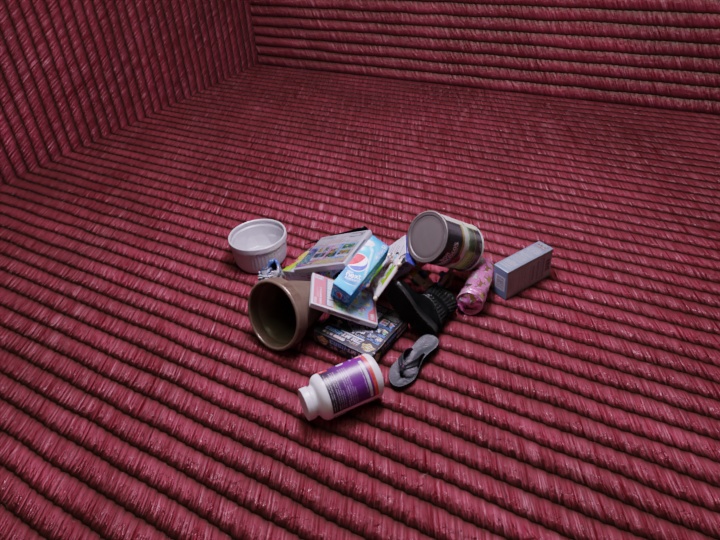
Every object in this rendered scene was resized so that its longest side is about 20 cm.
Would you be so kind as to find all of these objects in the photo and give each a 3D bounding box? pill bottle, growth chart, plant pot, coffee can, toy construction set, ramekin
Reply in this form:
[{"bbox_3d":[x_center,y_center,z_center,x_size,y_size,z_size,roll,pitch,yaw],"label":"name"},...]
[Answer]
[{"bbox_3d":[-0.048,0.287,1.387,0.197,0.114,0.113,-19,37,-20],"label":"pill bottle"},{"bbox_3d":[0.067,0.012,1.618,0.018,0.146,0.200,31,7,-10],"label":"growth chart"},{"bbox_3d":[-0.192,0.103,1.617,0.198,0.204,0.173,20,25,31],"label":"plant pot"},{"bbox_3d":[0.251,-0.083,1.679,0.198,0.149,0.146,10,17,-46],"label":"coffee can"},{"bbox_3d":[0.196,0.012,1.746,0.197,0.093,0.132,25,22,-11],"label":"toy construction set"},{"bbox_3d":[-0.342,-0.079,1.941,0.195,0.107,0.202,-3,36,2],"label":"ramekin"}]

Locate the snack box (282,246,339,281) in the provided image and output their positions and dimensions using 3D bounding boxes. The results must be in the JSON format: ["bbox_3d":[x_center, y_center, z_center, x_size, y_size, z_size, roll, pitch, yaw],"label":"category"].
[{"bbox_3d":[-0.139,-0.016,1.802,0.142,0.054,0.198,-42,26,-28],"label":"snack box"}]

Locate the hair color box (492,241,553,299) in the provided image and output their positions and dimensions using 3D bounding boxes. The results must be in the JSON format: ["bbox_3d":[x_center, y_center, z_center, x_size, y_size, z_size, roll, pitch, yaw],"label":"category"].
[{"bbox_3d":[0.494,-0.002,1.744,0.197,0.101,0.060,-24,38,-26],"label":"hair color box"}]

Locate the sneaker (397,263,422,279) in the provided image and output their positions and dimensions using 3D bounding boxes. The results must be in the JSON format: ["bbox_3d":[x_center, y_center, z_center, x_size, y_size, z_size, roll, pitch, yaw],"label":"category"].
[{"bbox_3d":[0.126,-0.042,1.862,0.198,0.080,0.115,-31,44,-34],"label":"sneaker"}]

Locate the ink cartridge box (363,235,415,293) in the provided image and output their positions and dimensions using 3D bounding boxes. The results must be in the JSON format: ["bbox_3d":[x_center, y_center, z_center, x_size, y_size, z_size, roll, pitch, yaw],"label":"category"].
[{"bbox_3d":[0.083,-0.015,1.728,0.044,0.199,0.096,25,48,-30],"label":"ink cartridge box"}]

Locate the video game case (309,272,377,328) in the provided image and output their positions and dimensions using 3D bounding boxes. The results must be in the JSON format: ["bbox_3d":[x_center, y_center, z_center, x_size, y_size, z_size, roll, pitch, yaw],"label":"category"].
[{"bbox_3d":[-0.047,0.082,1.600,0.196,0.018,0.144,20,31,-15],"label":"video game case"}]

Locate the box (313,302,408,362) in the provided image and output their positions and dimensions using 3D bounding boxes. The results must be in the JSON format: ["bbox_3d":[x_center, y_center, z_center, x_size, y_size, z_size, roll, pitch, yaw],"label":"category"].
[{"bbox_3d":[0.004,0.164,1.609,0.197,0.051,0.198,20,42,29],"label":"box"}]

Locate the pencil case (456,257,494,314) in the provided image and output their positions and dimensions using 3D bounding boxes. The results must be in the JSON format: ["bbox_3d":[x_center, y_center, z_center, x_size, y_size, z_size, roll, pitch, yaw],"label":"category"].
[{"bbox_3d":[0.345,0.044,1.712,0.082,0.088,0.201,25,40,7],"label":"pencil case"}]

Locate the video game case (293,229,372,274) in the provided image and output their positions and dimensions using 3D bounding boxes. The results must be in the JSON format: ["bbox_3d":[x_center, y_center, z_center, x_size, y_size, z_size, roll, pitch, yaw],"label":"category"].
[{"bbox_3d":[-0.082,-0.055,1.729,0.197,0.024,0.183,-6,32,35],"label":"video game case"}]

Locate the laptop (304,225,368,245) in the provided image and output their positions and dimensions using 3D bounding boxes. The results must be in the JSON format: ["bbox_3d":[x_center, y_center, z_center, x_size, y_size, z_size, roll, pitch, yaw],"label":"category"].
[{"bbox_3d":[-0.049,-0.075,1.950,0.186,0.117,0.201,-22,65,-46],"label":"laptop"}]

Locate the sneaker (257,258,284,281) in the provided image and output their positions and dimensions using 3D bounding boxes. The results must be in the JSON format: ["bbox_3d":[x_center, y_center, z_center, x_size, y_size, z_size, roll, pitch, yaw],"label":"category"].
[{"bbox_3d":[-0.299,0.037,1.791,0.075,0.087,0.202,3,36,10],"label":"sneaker"}]

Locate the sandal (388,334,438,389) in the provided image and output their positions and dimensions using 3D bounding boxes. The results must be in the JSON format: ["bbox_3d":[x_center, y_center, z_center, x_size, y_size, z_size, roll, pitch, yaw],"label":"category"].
[{"bbox_3d":[0.135,0.227,1.502,0.074,0.049,0.200,17,45,32],"label":"sandal"}]

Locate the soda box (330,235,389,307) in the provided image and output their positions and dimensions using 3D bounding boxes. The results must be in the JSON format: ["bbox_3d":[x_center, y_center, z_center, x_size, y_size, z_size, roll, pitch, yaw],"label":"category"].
[{"bbox_3d":[0.000,0.000,1.593,0.064,0.068,0.201,33,59,11],"label":"soda box"}]

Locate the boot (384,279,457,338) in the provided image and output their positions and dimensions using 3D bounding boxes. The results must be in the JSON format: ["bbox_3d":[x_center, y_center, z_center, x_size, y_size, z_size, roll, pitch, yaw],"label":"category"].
[{"bbox_3d":[0.172,0.077,1.621,0.079,0.212,0.158,-31,13,48],"label":"boot"}]

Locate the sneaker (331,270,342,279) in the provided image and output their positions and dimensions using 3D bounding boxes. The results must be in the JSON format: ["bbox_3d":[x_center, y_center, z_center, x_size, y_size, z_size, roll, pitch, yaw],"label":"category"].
[{"bbox_3d":[-0.070,0.010,1.816,0.070,0.074,0.201,-11,34,-7],"label":"sneaker"}]
